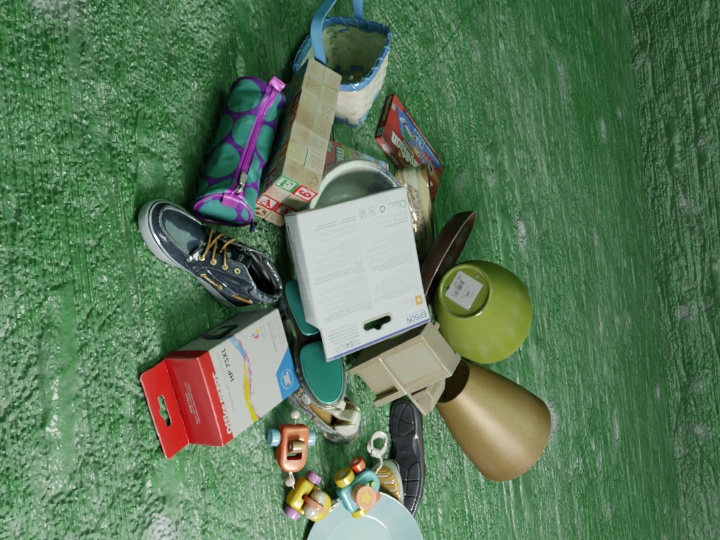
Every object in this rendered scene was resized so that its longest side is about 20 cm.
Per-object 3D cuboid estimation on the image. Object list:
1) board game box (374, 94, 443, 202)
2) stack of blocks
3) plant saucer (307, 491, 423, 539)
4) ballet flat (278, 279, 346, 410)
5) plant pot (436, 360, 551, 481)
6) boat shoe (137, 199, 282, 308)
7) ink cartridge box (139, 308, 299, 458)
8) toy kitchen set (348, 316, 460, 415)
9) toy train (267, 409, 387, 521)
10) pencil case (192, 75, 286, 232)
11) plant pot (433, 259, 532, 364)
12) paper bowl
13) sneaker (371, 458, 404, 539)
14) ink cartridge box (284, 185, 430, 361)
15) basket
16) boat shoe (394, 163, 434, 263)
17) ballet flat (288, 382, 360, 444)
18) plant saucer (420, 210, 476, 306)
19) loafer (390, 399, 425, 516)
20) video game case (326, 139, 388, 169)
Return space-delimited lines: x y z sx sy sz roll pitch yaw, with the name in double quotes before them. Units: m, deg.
"board game box" 0.096 -0.225 1.420 0.200 0.019 0.105 45 52 -42
"stack of blocks" -0.092 -0.180 1.056 0.058 0.115 0.205 23 60 -24
"plant saucer" 0.002 0.436 1.125 0.196 0.039 0.207 6 75 -21
"ballet flat" -0.069 0.111 1.048 0.074 0.073 0.204 26 39 -49
"plant pot" 0.230 0.266 1.426 0.199 0.184 0.189 40 53 -25
"boat shoe" -0.181 -0.024 0.939 0.200 0.089 0.072 46 50 -41
"ink cartridge box" -0.172 0.140 0.947 0.199 0.066 0.119 -33 112 -52
"toy kitchen set" 0.123 0.139 1.229 0.164 0.179 0.200 50 43 -9
"toy train" -0.040 0.285 1.068 0.195 0.055 0.155 11 88 -27
"pencil case" -0.156 -0.157 0.994 0.084 0.092 0.205 26 61 -29
"plant pot" 0.202 0.059 1.334 0.200 0.182 0.193 34 57 -66
"paper bowl" -0.024 -0.061 1.126 0.196 0.103 0.207 -3 95 -34
"sneaker" 0.046 0.405 1.211 0.088 0.073 0.206 -30 124 -77
"ink cartridge box" 0.000 0.000 1.055 0.196 0.040 0.206 -16 98 -35
"basket" -0.029 -0.335 1.141 0.203 0.136 0.179 90 21 -50
"boat shoe" 0.102 -0.099 1.370 0.074 0.061 0.204 -84 168 -57
"ballet flat" -0.040 0.209 1.122 0.201 0.071 0.073 48 49 -40
"plant saucer" 0.150 -0.025 1.366 0.202 0.034 0.201 -56 167 -19
"loafer" 0.087 0.327 1.286 0.063 0.070 0.206 25 62 -54
"video game case" -0.013 -0.130 1.253 0.198 0.017 0.147 11 76 -54
